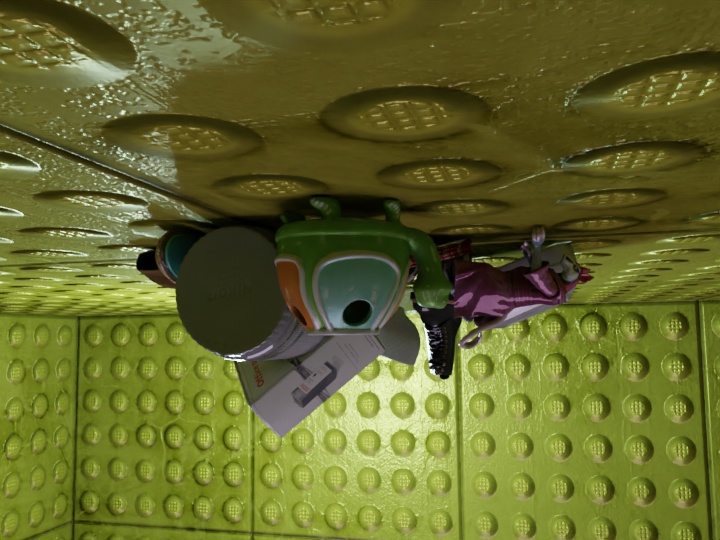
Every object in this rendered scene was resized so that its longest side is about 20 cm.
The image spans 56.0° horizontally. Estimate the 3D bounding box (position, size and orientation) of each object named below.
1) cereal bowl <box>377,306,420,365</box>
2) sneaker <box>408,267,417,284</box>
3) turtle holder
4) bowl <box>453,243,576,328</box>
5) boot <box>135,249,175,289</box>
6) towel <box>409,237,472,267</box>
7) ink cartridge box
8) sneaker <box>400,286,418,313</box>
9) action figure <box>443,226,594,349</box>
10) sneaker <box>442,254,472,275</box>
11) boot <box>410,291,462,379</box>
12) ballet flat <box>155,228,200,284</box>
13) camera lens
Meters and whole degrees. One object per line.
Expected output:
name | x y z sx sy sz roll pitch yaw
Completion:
cereal bowl | 0.018 0.086 1.169 0.196 0.085 0.200 23 178 1
sneaker | 0.000 0.000 1.089 0.195 0.075 0.071 -9 167 -13
turtle holder | -0.005 0.002 0.728 0.139 0.135 0.183 -7 171 43
bowl | 0.261 0.034 1.087 0.197 0.076 0.199 -26 166 18
boot | -0.246 -0.001 1.011 0.195 0.076 0.075 0 168 20
towel | 0.048 -0.010 0.968 0.196 0.023 0.144 -13 179 -20
ink cartridge box | -0.079 0.122 0.994 0.199 0.085 0.146 -38 -152 -3
sneaker | 0.133 0.072 1.756 0.195 0.083 0.146 -3 -177 -16
action figure | 0.215 0.027 0.917 0.195 0.153 0.133 -5 172 23
sneaker | 0.149 0.012 1.171 0.080 0.072 0.200 -5 166 3
boot | 0.133 0.114 1.157 0.076 0.142 0.199 6 172 29
ballet flat | -0.225 -0.015 0.890 0.064 0.072 0.200 12 175 19
camera lens | -0.124 0.031 0.857 0.156 0.165 0.200 -2 174 13
